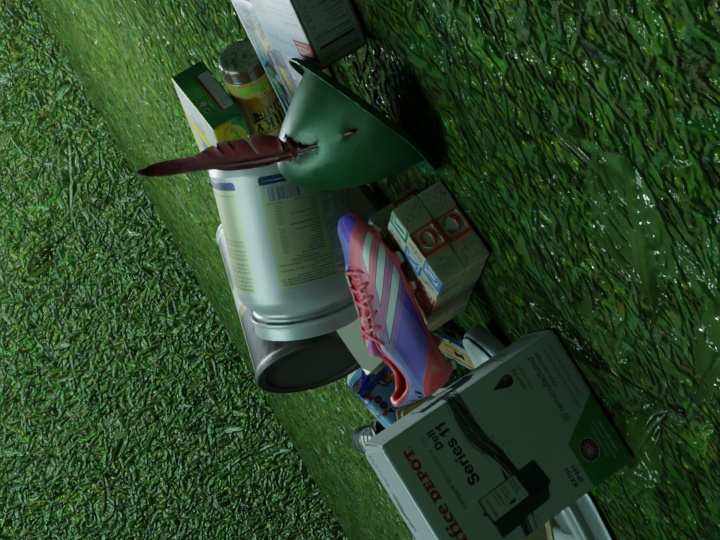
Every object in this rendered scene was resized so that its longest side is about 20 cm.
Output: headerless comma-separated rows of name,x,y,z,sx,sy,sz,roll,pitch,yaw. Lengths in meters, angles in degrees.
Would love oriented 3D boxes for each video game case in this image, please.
video game case,-0.066,-0.211,1.455,0.182,0.023,0.201,37,157,58

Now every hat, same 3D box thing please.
hat,-0.055,-0.084,1.235,0.200,0.177,0.166,37,179,36

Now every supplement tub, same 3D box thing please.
supplement tub,-0.075,-0.040,1.420,0.145,0.144,0.202,-153,49,-66

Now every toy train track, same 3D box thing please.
toy train track,0.099,0.076,1.495,0.200,0.032,0.116,28,141,56

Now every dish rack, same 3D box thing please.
dish rack,0.237,0.306,1.478,0.201,0.043,0.171,62,168,-14

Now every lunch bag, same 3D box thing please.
lunch bag,0.070,0.180,1.690,0.151,0.094,0.200,46,173,0

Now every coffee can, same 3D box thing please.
coffee can,-0.083,0.028,1.609,0.147,0.145,0.201,86,166,-66

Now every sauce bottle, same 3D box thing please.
sauce bottle,-0.113,-0.185,1.607,0.065,0.064,0.201,45,164,44

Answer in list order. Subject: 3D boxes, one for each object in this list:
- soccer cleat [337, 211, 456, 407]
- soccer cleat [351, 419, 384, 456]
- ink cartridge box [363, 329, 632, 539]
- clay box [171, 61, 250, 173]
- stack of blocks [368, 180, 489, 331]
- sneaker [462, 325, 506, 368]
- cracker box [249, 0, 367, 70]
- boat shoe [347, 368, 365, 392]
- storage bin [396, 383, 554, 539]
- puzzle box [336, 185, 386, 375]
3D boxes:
soccer cleat,0.022,0.039,1.310,0.201,0.076,0.067,60,167,-11
soccer cleat,0.035,0.275,2.167,0.200,0.067,0.082,-158,55,-68
ink cartridge box,0.124,0.169,1.217,0.147,0.199,0.083,57,167,0
clay box,-0.165,-0.149,1.639,0.115,0.047,0.201,51,167,35
stack of blocks,0.062,-0.018,1.334,0.116,0.058,0.200,55,167,12
sneaker,0.155,0.154,1.361,0.201,0.070,0.073,58,168,0
cracker box,-0.078,-0.293,1.215,0.134,0.057,0.201,37,155,59
boat shoe,0.028,0.149,1.846,0.072,0.072,0.200,45,168,16
storage bin,0.124,0.230,1.485,0.200,0.093,0.201,156,103,-75
puzzle box,0.000,0.000,1.490,0.201,0.133,0.025,55,-152,16
